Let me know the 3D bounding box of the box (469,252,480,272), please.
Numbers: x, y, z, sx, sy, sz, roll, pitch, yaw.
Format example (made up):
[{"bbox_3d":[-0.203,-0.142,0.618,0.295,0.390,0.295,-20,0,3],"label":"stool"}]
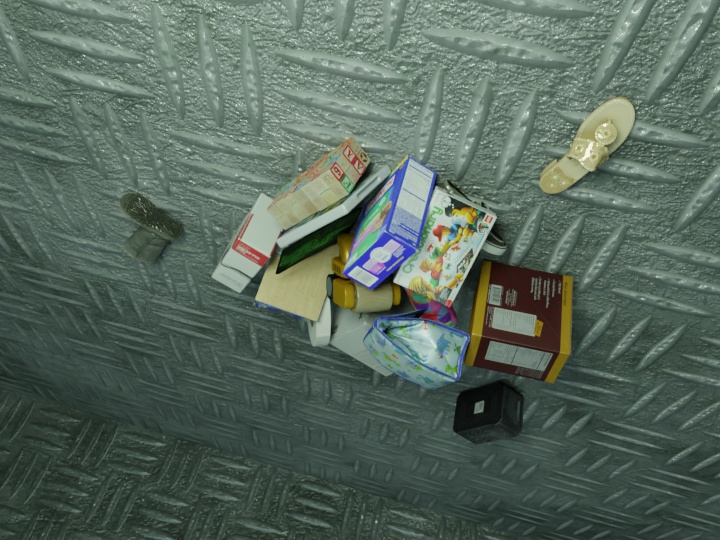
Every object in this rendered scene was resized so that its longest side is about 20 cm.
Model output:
[{"bbox_3d":[0.188,-0.013,1.225,0.099,0.076,0.201,17,143,0],"label":"box"}]

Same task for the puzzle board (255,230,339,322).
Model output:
[{"bbox_3d":[-0.137,0.000,1.276,0.149,0.203,0.017,19,163,-2],"label":"puzzle board"}]

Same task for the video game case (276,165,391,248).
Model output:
[{"bbox_3d":[-0.052,-0.125,1.089,0.199,0.182,0.022,-22,108,41],"label":"video game case"}]

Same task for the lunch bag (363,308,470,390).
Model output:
[{"bbox_3d":[0.109,0.163,1.191,0.197,0.129,0.170,20,157,-3],"label":"lunch bag"}]

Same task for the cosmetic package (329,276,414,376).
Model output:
[{"bbox_3d":[0.054,0.134,1.394,0.199,0.167,0.164,34,141,-23],"label":"cosmetic package"}]

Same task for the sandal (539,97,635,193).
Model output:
[{"bbox_3d":[0.375,-0.183,0.924,0.077,0.070,0.212,24,144,-10],"label":"sandal"}]

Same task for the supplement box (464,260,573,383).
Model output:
[{"bbox_3d":[0.344,0.109,1.213,0.197,0.199,0.134,11,144,9],"label":"supplement box"}]

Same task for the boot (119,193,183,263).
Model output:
[{"bbox_3d":[-0.568,-0.103,1.436,0.181,0.073,0.199,41,145,-26],"label":"boot"}]

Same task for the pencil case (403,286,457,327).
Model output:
[{"bbox_3d":[0.153,0.065,1.211,0.087,0.089,0.201,-2,143,25],"label":"pencil case"}]

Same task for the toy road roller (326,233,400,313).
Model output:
[{"bbox_3d":[0.000,0.000,1.195,0.121,0.148,0.200,-2,-168,-18],"label":"toy road roller"}]

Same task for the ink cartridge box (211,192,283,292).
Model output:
[{"bbox_3d":[-0.254,-0.059,1.285,0.083,0.146,0.200,30,142,-15],"label":"ink cartridge box"}]

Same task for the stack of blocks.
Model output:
[{"bbox_3d":[-0.084,-0.168,1.090,0.199,0.116,0.059,-22,119,42],"label":"stack of blocks"}]

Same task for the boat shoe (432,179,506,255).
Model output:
[{"bbox_3d":[0.225,-0.102,1.092,0.199,0.071,0.064,33,118,-20],"label":"boat shoe"}]

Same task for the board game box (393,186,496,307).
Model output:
[{"bbox_3d":[0.159,-0.043,1.066,0.125,0.035,0.202,23,111,-3],"label":"board game box"}]

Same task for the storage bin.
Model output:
[{"bbox_3d":[0.384,0.430,1.673,0.093,0.137,0.199,32,142,-21],"label":"storage bin"}]

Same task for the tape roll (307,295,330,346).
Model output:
[{"bbox_3d":[-0.107,0.085,1.371,0.036,0.205,0.204,-4,147,-13],"label":"tape roll"}]

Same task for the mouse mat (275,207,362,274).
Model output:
[{"bbox_3d":[-0.090,-0.061,1.182,0.008,0.198,0.161,57,158,9],"label":"mouse mat"}]

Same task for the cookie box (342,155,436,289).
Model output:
[{"bbox_3d":[0.056,-0.091,1.066,0.075,0.202,0.171,29,142,-15],"label":"cookie box"}]

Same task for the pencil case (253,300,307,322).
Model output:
[{"bbox_3d":[-0.185,0.089,1.508,0.197,0.079,0.087,18,167,-2],"label":"pencil case"}]
